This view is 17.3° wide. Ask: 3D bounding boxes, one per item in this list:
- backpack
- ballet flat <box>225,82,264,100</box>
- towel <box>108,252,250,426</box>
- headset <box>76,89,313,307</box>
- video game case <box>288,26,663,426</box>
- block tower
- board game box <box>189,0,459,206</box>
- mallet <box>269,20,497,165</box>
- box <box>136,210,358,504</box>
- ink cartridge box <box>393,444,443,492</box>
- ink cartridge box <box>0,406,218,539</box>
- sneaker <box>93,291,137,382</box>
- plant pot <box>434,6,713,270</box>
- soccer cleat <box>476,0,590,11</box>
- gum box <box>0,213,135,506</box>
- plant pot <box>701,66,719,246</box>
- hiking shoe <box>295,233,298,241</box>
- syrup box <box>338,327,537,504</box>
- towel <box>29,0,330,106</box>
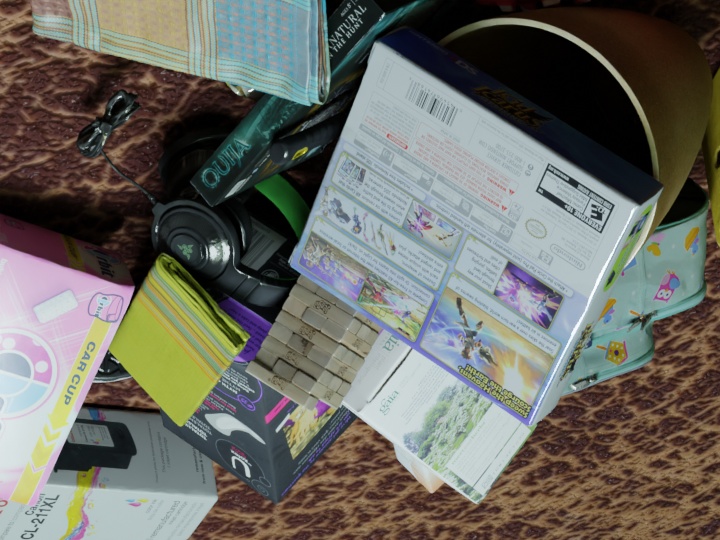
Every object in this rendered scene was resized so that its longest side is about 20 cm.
[{"bbox_3d":[0.151,-0.005,1.710,0.200,0.176,0.153,-23,116,-24],"label":"backpack"},{"bbox_3d":[-0.074,-0.153,1.542,0.067,0.067,0.200,-14,146,4],"label":"ballet flat"},{"bbox_3d":[-0.132,0.051,1.685,0.018,0.086,0.200,-40,176,-24],"label":"towel"},{"bbox_3d":[-0.101,-0.055,1.632,0.200,0.124,0.094,26,131,-22],"label":"headset"},{"bbox_3d":[0.069,-0.028,1.511,0.045,0.200,0.181,-33,152,-53],"label":"video game case"},{"bbox_3d":[0.000,0.000,1.626,0.200,0.054,0.058,-59,154,-3],"label":"block tower"},{"bbox_3d":[-0.016,-0.128,1.563,0.200,0.028,0.135,-45,171,35],"label":"board game box"},{"bbox_3d":[0.019,-0.116,1.573,0.200,0.041,0.066,-26,162,-47],"label":"mallet"},{"bbox_3d":[-0.081,0.062,1.769,0.106,0.122,0.200,-46,156,-25],"label":"box"},{"bbox_3d":[0.093,0.077,1.860,0.162,0.050,0.200,-41,160,-12],"label":"ink cartridge box"},{"bbox_3d":[-0.240,0.183,1.952,0.200,0.083,0.146,7,142,-27],"label":"ink cartridge box"},{"bbox_3d":[-0.243,0.056,1.805,0.200,0.072,0.083,-8,180,-14],"label":"sneaker"},{"bbox_3d":[0.154,-0.099,1.580,0.186,0.186,0.200,-44,172,37],"label":"plant pot"},{"bbox_3d":[0.162,-0.221,1.540,0.200,0.077,0.067,-14,180,28],"label":"soccer cleat"},{"bbox_3d":[-0.257,0.069,1.708,0.113,0.066,0.200,19,107,-23],"label":"gum box"},{"bbox_3d":[0.348,-0.095,1.671,0.176,0.200,0.200,8,141,-12],"label":"plant pot"},{"bbox_3d":[0.035,0.002,1.792,0.101,0.076,0.200,-24,144,21],"label":"hiking shoe"},{"bbox_3d":[0.042,0.090,1.732,0.079,0.081,0.200,-53,142,-3],"label":"syrup box"},{"bbox_3d":[-0.115,-0.173,1.453,0.200,0.022,0.147,13,142,12],"label":"towel"}]
